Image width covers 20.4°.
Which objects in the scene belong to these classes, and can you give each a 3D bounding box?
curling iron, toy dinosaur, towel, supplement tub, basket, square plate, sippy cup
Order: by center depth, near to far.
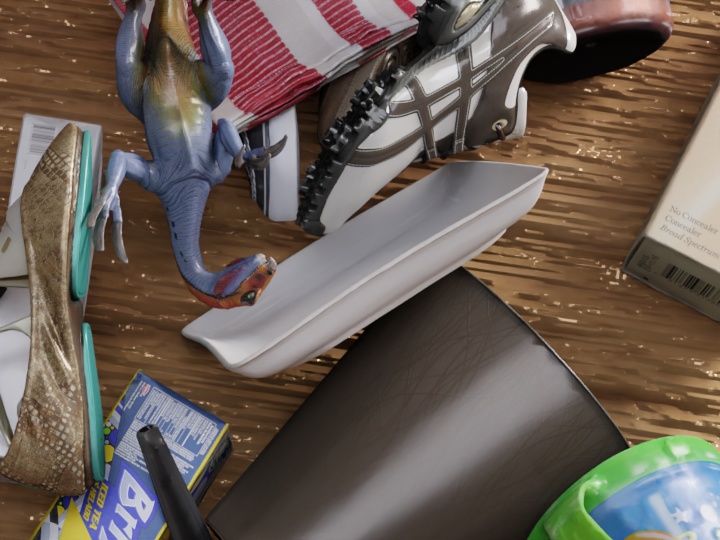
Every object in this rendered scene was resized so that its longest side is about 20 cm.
[{"bbox_3d":[0.174,0.182,1.081,0.177,0.140,0.130,-10,46,-30],"label":"sippy cup"},{"bbox_3d":[-0.085,0.177,1.102,0.025,0.050,0.201,-10,104,19],"label":"curling iron"},{"bbox_3d":[-0.087,-0.077,1.122,0.104,0.182,0.200,-2,31,5],"label":"toy dinosaur"},{"bbox_3d":[0.024,0.117,1.123,0.200,0.136,0.180,-41,64,-9],"label":"basket"},{"bbox_3d":[0.000,0.000,1.124,0.198,0.200,0.029,-32,100,-9],"label":"square plate"},{"bbox_3d":[-0.041,-0.177,1.196,0.200,0.023,0.144,-32,70,-14],"label":"towel"},{"bbox_3d":[0.120,-0.224,1.235,0.106,0.107,0.201,-12,78,-7],"label":"supplement tub"}]

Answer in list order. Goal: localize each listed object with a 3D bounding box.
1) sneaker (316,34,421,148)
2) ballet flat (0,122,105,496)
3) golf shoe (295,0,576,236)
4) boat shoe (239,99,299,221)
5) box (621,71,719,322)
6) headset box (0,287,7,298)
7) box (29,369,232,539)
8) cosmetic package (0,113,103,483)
[{"bbox_3d":[0.002,-0.158,1.244,0.075,0.071,0.201,15,67,19],"label":"sneaker"},{"bbox_3d":[-0.173,0.020,1.075,0.065,0.071,0.201,-2,83,-2],"label":"ballet flat"},{"bbox_3d":[0.045,-0.087,1.148,0.094,0.078,0.200,38,93,-12],"label":"golf shoe"},{"bbox_3d":[-0.080,-0.120,1.215,0.067,0.072,0.201,-9,72,-8],"label":"boat shoe"},{"bbox_3d":[0.246,-0.074,1.218,0.095,0.078,0.201,26,74,5],"label":"box"},{"bbox_3d":[-0.305,0.024,1.113,0.200,0.075,0.149,24,72,35],"label":"headset box"},{"bbox_3d":[-0.150,0.162,1.128,0.064,0.070,0.200,30,74,7],"label":"box"},{"bbox_3d":[-0.185,0.019,1.163,0.050,0.083,0.201,8,74,-6],"label":"cosmetic package"}]
